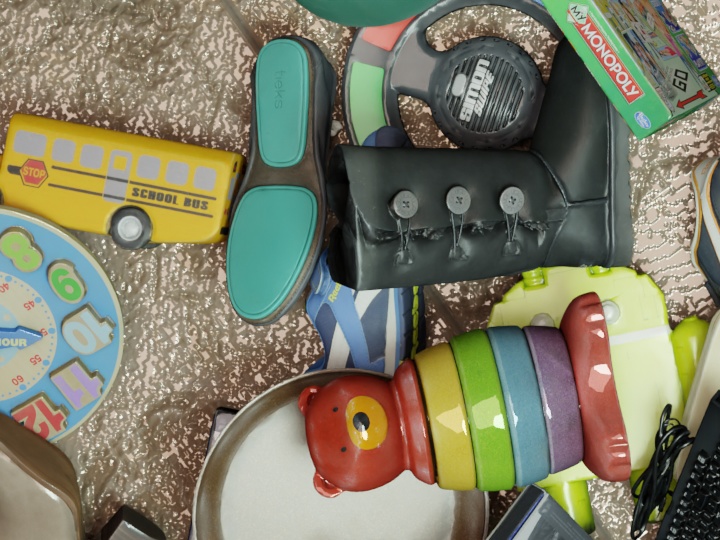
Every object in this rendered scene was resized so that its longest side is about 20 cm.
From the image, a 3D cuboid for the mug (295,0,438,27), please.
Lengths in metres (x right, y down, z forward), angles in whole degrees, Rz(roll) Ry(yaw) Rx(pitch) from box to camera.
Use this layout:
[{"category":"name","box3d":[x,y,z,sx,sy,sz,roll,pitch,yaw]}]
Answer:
[{"category":"mug","box3d":[0.010,-0.252,1.691,0.184,0.114,0.153,-14,76,12]}]

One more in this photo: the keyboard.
[{"category":"keyboard","box3d":[0.210,0.167,1.649,0.104,0.040,0.200,44,138,30]}]

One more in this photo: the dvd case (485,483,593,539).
[{"category":"dvd case","box3d":[0.095,0.259,1.687,0.200,0.150,0.025,-52,41,-9]}]

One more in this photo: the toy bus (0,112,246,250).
[{"category":"toy bus","box3d":[-0.185,-0.060,1.762,0.199,0.065,0.079,11,92,7]}]

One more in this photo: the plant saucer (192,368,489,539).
[{"category":"plant saucer","box3d":[-0.014,0.162,1.713,0.199,0.032,0.201,-1,97,-7]}]

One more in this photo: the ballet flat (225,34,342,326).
[{"category":"ballet flat","box3d":[-0.048,-0.059,1.741,0.073,0.073,0.201,5,85,7]}]

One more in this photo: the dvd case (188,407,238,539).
[{"category":"dvd case","box3d":[-0.048,0.209,1.766,0.150,0.025,0.201,13,94,6]}]

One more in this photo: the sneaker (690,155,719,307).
[{"category":"sneaker","box3d":[0.276,0.008,1.708,0.078,0.079,0.201,-28,114,-26]}]

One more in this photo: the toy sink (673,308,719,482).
[{"category":"toy sink","box3d":[0.319,0.113,1.642,0.199,0.112,0.131,11,107,-12]}]

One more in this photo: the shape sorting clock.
[{"category":"shape sorting clock","box3d":[-0.262,0.045,1.754,0.199,0.039,0.201,-3,122,-6]}]

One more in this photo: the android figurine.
[{"category":"android figurine","box3d":[0.155,0.077,1.731,0.181,0.041,0.201,-9,92,7]}]

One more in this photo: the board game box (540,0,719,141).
[{"category":"board game box","box3d":[0.171,-0.155,1.648,0.029,0.200,0.135,-35,88,19]}]

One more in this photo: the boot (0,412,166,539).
[{"category":"boot","box3d":[-0.236,0.198,1.764,0.200,0.070,0.146,37,104,-4]}]

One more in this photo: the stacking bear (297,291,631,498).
[{"category":"stacking bear","box3d":[0.062,0.093,1.644,0.199,0.114,0.122,-10,83,-2]}]

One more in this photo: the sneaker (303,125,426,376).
[{"category":"sneaker","box3d":[0.000,0.000,1.723,0.082,0.074,0.201,8,107,17]}]

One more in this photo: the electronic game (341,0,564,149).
[{"category":"electronic game","box3d":[0.086,-0.120,1.740,0.199,0.042,0.201,0,92,7]}]

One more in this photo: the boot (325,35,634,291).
[{"category":"boot","box3d":[0.073,-0.074,1.659,0.199,0.066,0.166,-5,85,-15]}]
